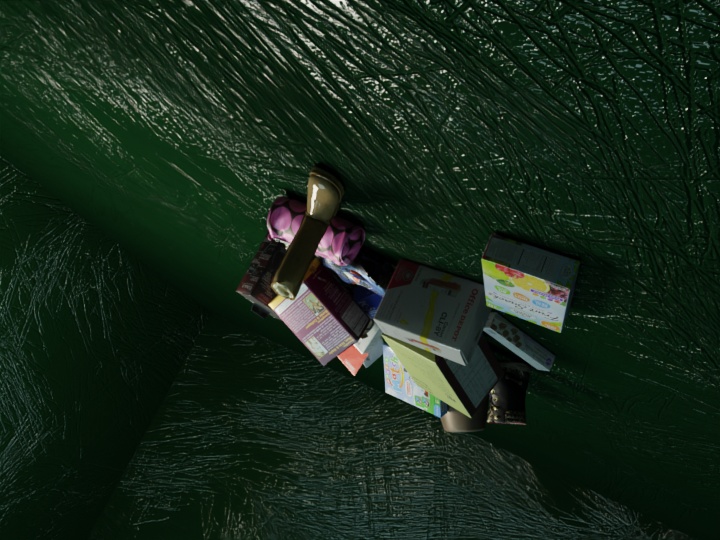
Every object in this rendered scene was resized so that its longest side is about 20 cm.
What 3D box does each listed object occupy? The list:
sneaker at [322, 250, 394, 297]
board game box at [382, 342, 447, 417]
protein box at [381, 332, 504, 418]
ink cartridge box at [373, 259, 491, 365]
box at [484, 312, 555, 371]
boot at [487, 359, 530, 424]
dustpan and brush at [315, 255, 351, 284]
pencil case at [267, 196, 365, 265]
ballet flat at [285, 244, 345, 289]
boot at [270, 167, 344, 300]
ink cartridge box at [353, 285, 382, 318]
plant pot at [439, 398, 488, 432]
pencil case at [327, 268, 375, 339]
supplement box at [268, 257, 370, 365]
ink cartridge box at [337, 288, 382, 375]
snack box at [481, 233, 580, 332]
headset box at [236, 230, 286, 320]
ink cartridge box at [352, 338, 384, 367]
[{"bbox_3d":[0.000,0.000,1.243,0.198,0.076,0.079,36,141,5],"label":"sneaker"},{"bbox_3d":[0.146,0.289,1.536,0.197,0.036,0.155,15,117,44],"label":"board game box"},{"bbox_3d":[0.190,0.192,1.312,0.197,0.135,0.201,21,151,54],"label":"protein box"},{"bbox_3d":[0.147,0.081,1.149,0.196,0.147,0.084,18,160,29],"label":"ink cartridge box"},{"bbox_3d":[0.344,0.156,1.246,0.198,0.039,0.041,34,164,-20],"label":"box"},{"bbox_3d":[0.328,0.302,1.425,0.194,0.155,0.073,4,165,0],"label":"boot"},{"bbox_3d":[-0.022,0.002,1.362,0.199,0.058,0.139,42,174,-15],"label":"dustpan and brush"},{"bbox_3d":[-0.093,-0.076,1.155,0.196,0.095,0.091,21,164,21],"label":"pencil case"},{"bbox_3d":[-0.121,0.002,1.383,0.199,0.064,0.076,42,179,3],"label":"ballet flat"},{"bbox_3d":[-0.097,-0.059,1.016,0.065,0.203,0.176,23,164,10],"label":"boot"},{"bbox_3d":[0.070,0.087,1.392,0.092,0.045,0.200,-24,140,17],"label":"ink cartridge box"},{"bbox_3d":[0.276,0.347,1.563,0.195,0.179,0.200,-3,170,-1],"label":"plant pot"},{"bbox_3d":[-0.043,0.082,1.449,0.201,0.077,0.090,51,167,27],"label":"pencil case"},{"bbox_3d":[-0.093,0.096,1.327,0.130,0.103,0.201,-37,97,31],"label":"supplement box"},{"bbox_3d":[-0.045,0.151,1.525,0.200,0.175,0.043,44,-158,27],"label":"ink cartridge box"},{"bbox_3d":[0.276,0.026,0.937,0.140,0.054,0.201,22,163,23],"label":"snack box"},{"bbox_3d":[-0.214,0.024,1.460,0.074,0.203,0.148,9,157,45],"label":"headset box"},{"bbox_3d":[-0.019,0.162,1.629,0.201,0.087,0.146,53,174,24],"label":"ink cartridge box"}]
